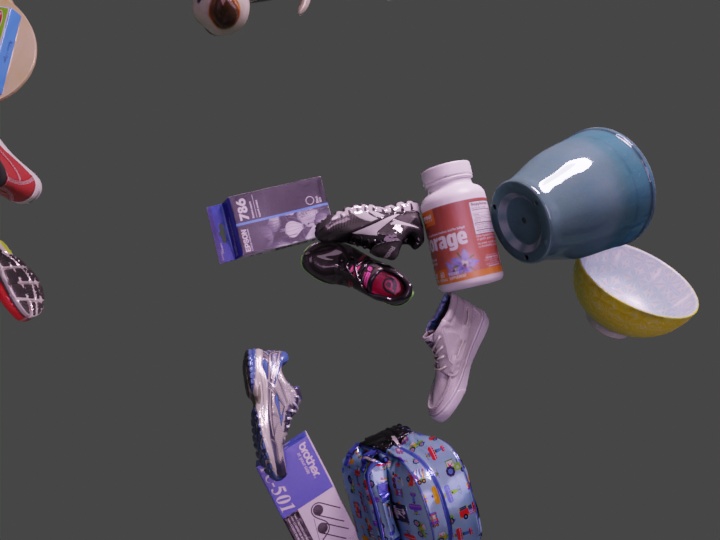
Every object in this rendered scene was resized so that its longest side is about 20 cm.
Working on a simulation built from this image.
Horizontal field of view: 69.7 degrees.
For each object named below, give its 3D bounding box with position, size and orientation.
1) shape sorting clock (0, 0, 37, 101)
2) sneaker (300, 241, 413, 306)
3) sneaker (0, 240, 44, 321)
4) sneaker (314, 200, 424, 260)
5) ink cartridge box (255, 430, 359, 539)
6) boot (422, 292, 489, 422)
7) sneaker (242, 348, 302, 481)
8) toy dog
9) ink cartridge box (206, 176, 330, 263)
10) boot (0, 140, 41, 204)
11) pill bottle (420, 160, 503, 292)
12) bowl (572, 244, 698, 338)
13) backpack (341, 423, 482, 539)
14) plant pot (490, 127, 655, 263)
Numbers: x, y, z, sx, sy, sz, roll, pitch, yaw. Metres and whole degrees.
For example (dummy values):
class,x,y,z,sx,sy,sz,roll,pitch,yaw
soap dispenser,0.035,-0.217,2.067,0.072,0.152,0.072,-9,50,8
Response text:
class,x,y,z,sx,sy,sz,roll,pitch,yaw
shape sorting clock,-0.607,-0.343,0.795,0.196,0.039,0.204,2,78,-10
sneaker,0.000,0.000,0.844,0.197,0.084,0.078,18,83,-7
sneaker,-0.553,0.007,0.768,0.085,0.077,0.200,-43,83,-4
sneaker,0.025,-0.058,0.835,0.197,0.067,0.092,-10,70,-27
ink cartridge box,-0.080,0.372,0.824,0.093,0.044,0.202,-27,90,-12
boot,0.135,0.138,0.857,0.095,0.073,0.202,31,73,-20
sneaker,-0.126,0.214,0.799,0.084,0.077,0.203,-5,69,-22
toy dog,-0.194,-0.472,0.838,0.200,0.139,0.194,-48,130,-11
ink cartridge box,-0.148,-0.083,0.851,0.197,0.039,0.101,-16,89,-9
boot,-0.572,-0.182,0.737,0.199,0.144,0.073,38,83,-3
pill bottle,0.163,-0.072,0.862,0.110,0.112,0.204,-12,87,-10
bowl,0.450,0.051,0.889,0.196,0.202,0.109,7,127,-8
backpack,0.077,0.336,0.763,0.133,0.199,0.186,-12,88,-28
plant pot,0.321,-0.103,0.827,0.186,0.200,0.203,-22,89,-22
